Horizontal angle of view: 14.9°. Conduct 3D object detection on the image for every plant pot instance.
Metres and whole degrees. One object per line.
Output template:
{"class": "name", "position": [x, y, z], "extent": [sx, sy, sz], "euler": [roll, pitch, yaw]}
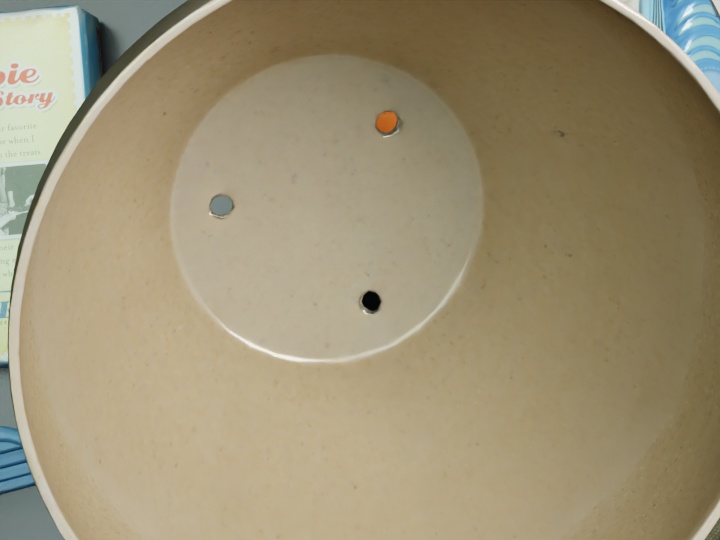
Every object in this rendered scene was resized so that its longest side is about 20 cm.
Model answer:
{"class": "plant pot", "position": [0.000, 0.000, 0.756], "extent": [0.199, 0.134, 0.201], "euler": [-3, 106, -10]}

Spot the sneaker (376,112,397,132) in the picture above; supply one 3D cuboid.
{"class": "sneaker", "position": [0.003, -0.056, 0.885], "extent": [0.080, 0.071, 0.200], "euler": [-38, 79, 8]}

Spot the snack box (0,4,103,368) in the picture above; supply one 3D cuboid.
{"class": "snack box", "position": [-0.182, -0.020, 0.916], "extent": [0.199, 0.037, 0.117], "euler": [-5, 87, 5]}

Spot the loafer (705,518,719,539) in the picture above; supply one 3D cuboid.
{"class": "loafer", "position": [0.164, 0.123, 0.758], "extent": [0.200, 0.070, 0.075], "euler": [42, 106, -1]}

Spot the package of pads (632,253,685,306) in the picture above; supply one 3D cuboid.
{"class": "package of pads", "position": [0.194, 0.013, 0.774], "extent": [0.200, 0.068, 0.155], "euler": [-24, 109, 34]}

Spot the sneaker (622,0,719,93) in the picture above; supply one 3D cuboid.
{"class": "sneaker", "position": [0.117, -0.075, 0.873], "extent": [0.090, 0.078, 0.201], "euler": [-13, 86, 1]}

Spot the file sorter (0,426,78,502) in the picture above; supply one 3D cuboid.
{"class": "file sorter", "position": [-0.119, 0.121, 0.823], "extent": [0.138, 0.200, 0.123], "euler": [-16, 83, 4]}

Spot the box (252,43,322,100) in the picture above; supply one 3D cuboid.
{"class": "box", "position": [-0.008, -0.167, 0.868], "extent": [0.163, 0.021, 0.200], "euler": [-32, 58, -4]}
